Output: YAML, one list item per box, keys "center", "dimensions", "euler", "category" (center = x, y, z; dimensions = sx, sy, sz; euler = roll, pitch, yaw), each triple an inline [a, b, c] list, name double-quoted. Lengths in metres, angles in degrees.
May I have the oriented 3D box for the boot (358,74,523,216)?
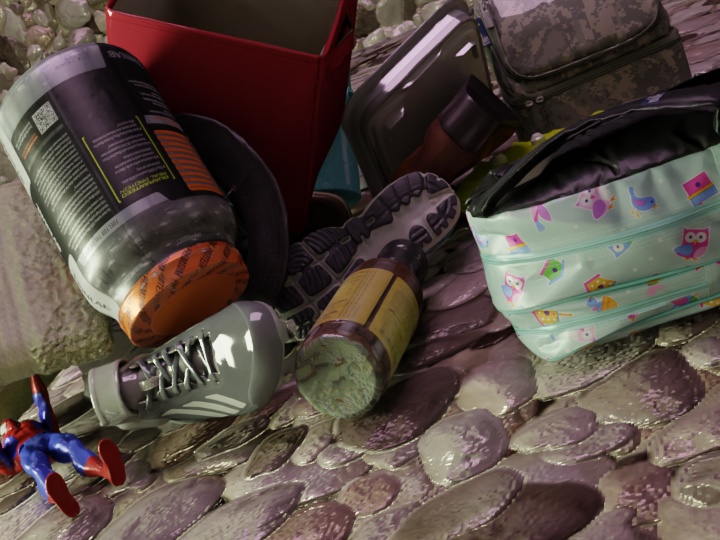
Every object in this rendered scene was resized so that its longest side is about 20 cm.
- center: [0.060, -0.080, 1.058]
  dimensions: [0.200, 0.068, 0.188]
  euler: [-48, 4, 19]
  category: "boot"

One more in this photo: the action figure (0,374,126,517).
- center: [-0.244, 0.112, 0.848]
  dimensions: [0.065, 0.100, 0.199]
  euler: [-29, 14, -28]
  category: "action figure"

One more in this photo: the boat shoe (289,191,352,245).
- center: [-0.092, -0.037, 1.165]
  dimensions: [0.199, 0.076, 0.075]
  euler: [-17, 10, 24]
  category: "boat shoe"

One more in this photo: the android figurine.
- center: [0.170, -0.093, 1.035]
  dimensions: [0.180, 0.042, 0.200]
  euler: [-27, 18, -14]
  category: "android figurine"

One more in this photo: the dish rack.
- center: [0.069, -0.148, 1.113]
  dimensions: [0.172, 0.201, 0.043]
  euler: [-45, 62, -9]
  category: "dish rack"

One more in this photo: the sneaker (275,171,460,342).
- center: [0.000, 0.000, 0.943]
  dimensions: [0.198, 0.078, 0.080]
  euler: [-31, -17, -5]
  category: "sneaker"

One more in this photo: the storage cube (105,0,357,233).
- center: [-0.105, -0.169, 0.969]
  dimensions: [0.196, 0.182, 0.172]
  euler: [12, 44, 4]
  category: "storage cube"

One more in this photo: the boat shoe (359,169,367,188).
- center: [-0.003, -0.141, 1.383]
  dimensions: [0.198, 0.069, 0.072]
  euler: [-10, 20, 41]
  category: "boat shoe"

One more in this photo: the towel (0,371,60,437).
- center: [-0.279, 0.055, 0.966]
  dimensions: [0.201, 0.036, 0.149]
  euler: [-53, -12, -27]
  category: "towel"

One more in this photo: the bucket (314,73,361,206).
- center: [-0.095, -0.127, 1.232]
  dimensions: [0.203, 0.137, 0.207]
  euler: [-12, -8, -2]
  category: "bucket"

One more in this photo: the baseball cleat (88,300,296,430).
- center: [-0.121, 0.075, 0.767]
  dimensions: [0.105, 0.071, 0.200]
  euler: [-9, -16, -31]
  category: "baseball cleat"

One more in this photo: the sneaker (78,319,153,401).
- center: [-0.160, 0.036, 0.990]
  dimensions: [0.198, 0.088, 0.074]
  euler: [-29, 15, -24]
  category: "sneaker"

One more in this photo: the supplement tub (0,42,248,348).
- center: [-0.168, -0.053, 0.825]
  dimensions: [0.121, 0.201, 0.123]
  euler: [-28, -22, -13]
  category: "supplement tub"

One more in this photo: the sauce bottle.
- center: [0.010, 0.031, 0.802]
  dimensions: [0.064, 0.066, 0.200]
  euler: [-16, 15, 22]
  category: "sauce bottle"

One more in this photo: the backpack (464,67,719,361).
- center: [0.164, -0.034, 0.681]
  dimensions: [0.197, 0.128, 0.167]
  euler: [-21, 4, 11]
  category: "backpack"

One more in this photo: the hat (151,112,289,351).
- center: [-0.116, -0.023, 0.911]
  dimensions: [0.198, 0.204, 0.080]
  euler: [-13, -8, 32]
  category: "hat"

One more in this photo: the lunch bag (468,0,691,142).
- center: [0.223, -0.234, 1.180]
  dimensions: [0.197, 0.170, 0.140]
  euler: [-21, 15, 8]
  category: "lunch bag"

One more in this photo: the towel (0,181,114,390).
- center: [-0.270, 0.007, 0.879]
  dimensions: [0.146, 0.037, 0.201]
  euler: [-18, 51, -10]
  category: "towel"
